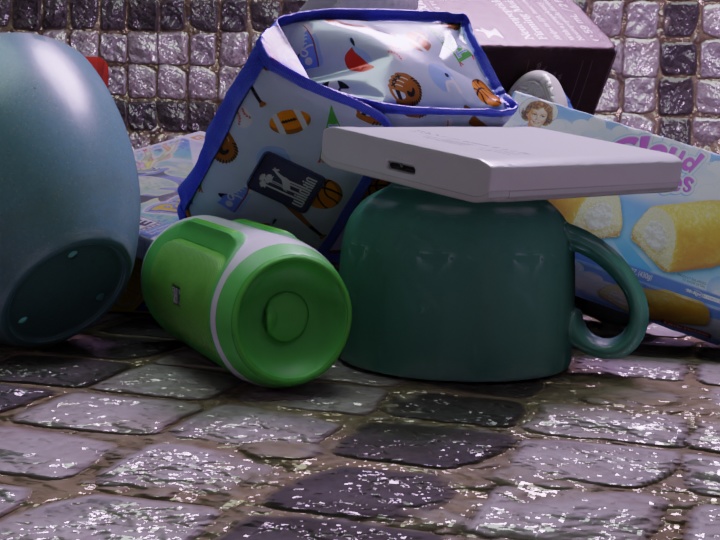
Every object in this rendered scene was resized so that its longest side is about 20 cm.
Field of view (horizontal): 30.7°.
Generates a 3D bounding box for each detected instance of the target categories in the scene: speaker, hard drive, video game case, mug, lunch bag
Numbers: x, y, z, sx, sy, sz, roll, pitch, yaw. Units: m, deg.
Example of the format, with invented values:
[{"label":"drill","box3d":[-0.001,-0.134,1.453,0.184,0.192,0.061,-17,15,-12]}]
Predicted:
[{"label":"speaker","box3d":[-0.076,0.015,0.805,0.087,0.090,0.200,-1,7,-23]},{"label":"hard drive","box3d":[0.091,-0.068,0.812,0.131,0.027,0.199,18,16,42]},{"label":"video game case","box3d":[-0.141,-0.063,1.030,0.181,0.022,0.199,19,30,39]},{"label":"mug","box3d":[0.077,0.000,0.845,0.183,0.116,0.152,-1,7,-16]},{"label":"lunch bag","box3d":[-0.016,-0.089,0.921,0.198,0.171,0.125,-3,52,-37]}]

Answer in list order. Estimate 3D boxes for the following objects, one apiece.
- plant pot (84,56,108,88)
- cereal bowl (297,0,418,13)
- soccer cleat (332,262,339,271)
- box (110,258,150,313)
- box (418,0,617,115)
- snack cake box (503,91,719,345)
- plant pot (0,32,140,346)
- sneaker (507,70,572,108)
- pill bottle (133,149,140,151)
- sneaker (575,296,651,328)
[{"label":"plant pot","box3d":[-0.342,-0.098,1.287,0.198,0.202,0.176,0,19,-16]},{"label":"cereal bowl","box3d":[-0.019,-0.171,1.068,0.083,0.201,0.200,38,-3,-15]},{"label":"soccer cleat","box3d":[0.000,0.000,1.098,0.198,0.074,0.068,-18,45,-21]},{"label":"box","box3d":[-0.143,-0.002,1.014,0.197,0.065,0.070,2,8,9]},{"label":"box","box3d":[0.095,-0.174,1.209,0.198,0.165,0.166,-3,40,-26]},{"label":"snack cake box","box3d":[0.183,-0.039,0.941,0.198,0.116,0.067,19,-19,12]},{"label":"plant pot","box3d":[-0.221,-0.031,0.846,0.199,0.201,0.135,-6,46,-47]},{"label":"sneaker","box3d":[0.185,-0.068,1.125,0.110,0.202,0.076,2,-18,-44]},{"label":"pill bottle","box3d":[-0.113,-0.047,1.168,0.197,0.117,0.116,2,7,9]},{"label":"sneaker","box3d":[0.124,0.000,1.006,0.120,0.084,0.199,-20,34,-33]}]
